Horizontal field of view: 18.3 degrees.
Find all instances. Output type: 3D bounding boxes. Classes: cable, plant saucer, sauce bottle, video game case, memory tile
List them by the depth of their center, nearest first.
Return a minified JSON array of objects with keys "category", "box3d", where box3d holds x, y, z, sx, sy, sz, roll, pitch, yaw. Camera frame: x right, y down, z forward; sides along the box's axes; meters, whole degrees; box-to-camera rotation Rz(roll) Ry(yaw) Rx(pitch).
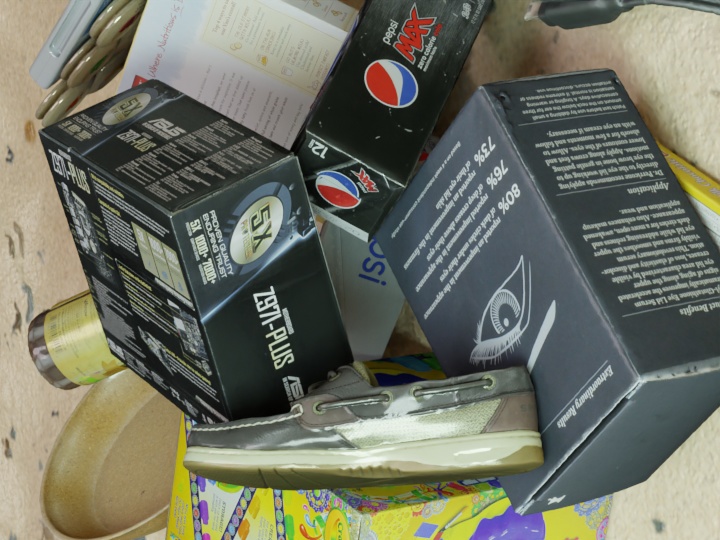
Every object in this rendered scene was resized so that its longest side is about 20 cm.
[{"category":"cable","box3d":[0.150,-0.171,1.248,0.199,0.097,0.051,-2,59,49]},{"category":"video game case","box3d":[-0.132,-0.222,1.517,0.022,0.200,0.182,45,150,-1]},{"category":"plant saucer","box3d":[-0.135,0.114,1.542,0.199,0.035,0.201,-30,32,21]},{"category":"memory tile","box3d":[-0.143,-0.181,1.562,0.017,0.200,0.153,44,137,0]},{"category":"sauce bottle","box3d":[-0.142,0.027,1.563,0.199,0.065,0.065,-22,77,31]}]

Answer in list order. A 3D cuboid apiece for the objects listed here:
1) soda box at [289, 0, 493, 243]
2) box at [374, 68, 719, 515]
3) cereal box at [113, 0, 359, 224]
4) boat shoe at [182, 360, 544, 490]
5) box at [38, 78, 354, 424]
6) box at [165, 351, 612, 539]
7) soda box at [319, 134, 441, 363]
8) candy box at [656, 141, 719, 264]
[{"category":"soda box","box3d":[0.020,-0.117,1.331,0.070,0.201,0.063,29,142,-4]},{"category":"box","box3d":[0.115,0.011,1.259,0.148,0.104,0.201,-52,56,47]},{"category":"cereal box","box3d":[-0.055,-0.120,1.468,0.199,0.040,0.144,27,126,0]},{"category":"boat shoe","box3d":[0.001,0.083,1.227,0.199,0.072,0.067,-3,76,12]},{"category":"box","box3d":[-0.096,-0.005,1.327,0.200,0.086,0.165,30,141,56]},{"category":"box","box3d":[0.016,0.150,1.381,0.192,0.199,0.123,30,119,47]},{"category":"soda box","box3d":[0.000,0.000,1.466,0.064,0.068,0.201,-74,5,-55]},{"category":"candy box","box3d":[0.160,-0.024,1.301,0.200,0.026,0.103,42,131,43]}]
